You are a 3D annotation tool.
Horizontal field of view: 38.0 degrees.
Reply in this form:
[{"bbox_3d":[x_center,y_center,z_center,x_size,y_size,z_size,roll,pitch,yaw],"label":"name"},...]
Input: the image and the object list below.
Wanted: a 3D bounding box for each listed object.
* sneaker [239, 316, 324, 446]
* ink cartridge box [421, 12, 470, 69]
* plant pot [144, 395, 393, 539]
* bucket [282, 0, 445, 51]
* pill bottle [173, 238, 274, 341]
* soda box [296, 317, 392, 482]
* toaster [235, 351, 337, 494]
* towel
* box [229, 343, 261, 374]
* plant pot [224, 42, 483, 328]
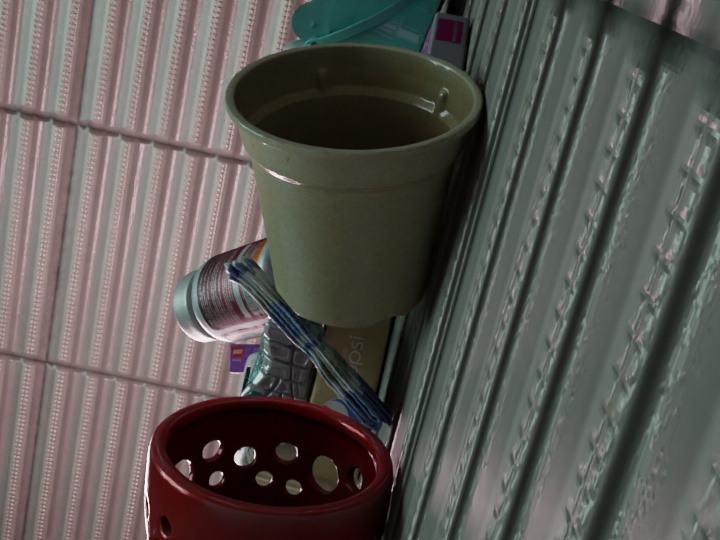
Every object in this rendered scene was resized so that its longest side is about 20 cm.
[{"bbox_3d":[-0.082,0.102,1.128,0.091,0.077,0.201,-82,14,-66],"label":"sneaker"},{"bbox_3d":[0.061,-0.146,1.032,0.200,0.042,0.120,108,173,-67],"label":"ink cartridge box"},{"bbox_3d":[-0.084,0.225,0.867,0.201,0.199,0.183,-93,13,-72],"label":"plant pot"},{"bbox_3d":[0.015,-0.284,1.119,0.207,0.134,0.208,-157,90,-89],"label":"bucket"},{"bbox_3d":[-0.132,0.026,1.252,0.200,0.109,0.110,-15,57,45],"label":"pill bottle"},{"bbox_3d":[-0.017,0.119,1.117,0.064,0.067,0.201,-108,30,-81],"label":"soda box"},{"bbox_3d":[-0.076,0.172,1.228,0.114,0.129,0.201,171,112,-70],"label":"toaster"},{"bbox_3d":[-0.048,0.064,0.960,0.024,0.200,0.147,-43,1,-1],"label":"towel"},{"bbox_3d":[-0.108,0.122,1.417,0.200,0.136,0.039,139,133,-81],"label":"box"},{"bbox_3d":[-0.006,-0.062,0.857,0.201,0.199,0.184,-85,-3,-56],"label":"plant pot"}]
